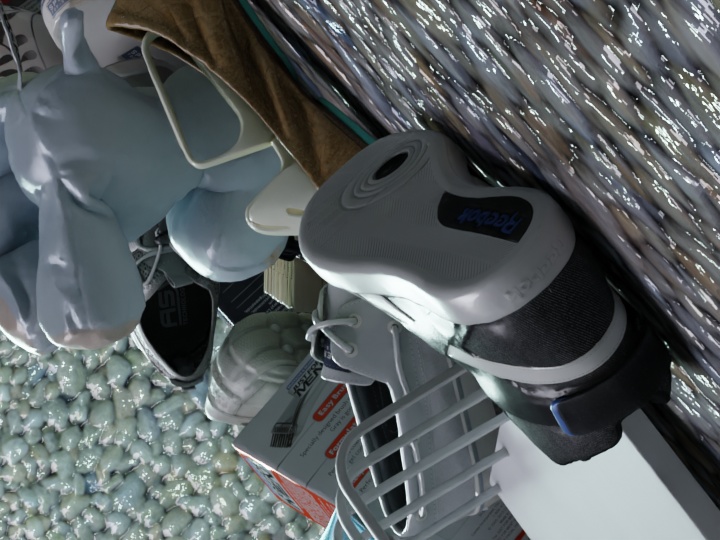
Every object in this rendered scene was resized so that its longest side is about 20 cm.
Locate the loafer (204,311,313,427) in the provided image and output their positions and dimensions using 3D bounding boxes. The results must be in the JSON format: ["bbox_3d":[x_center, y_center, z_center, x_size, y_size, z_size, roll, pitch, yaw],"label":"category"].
[{"bbox_3d":[-0.004,0.067,1.532,0.199,0.070,0.070,8,-141,-34],"label":"loafer"}]

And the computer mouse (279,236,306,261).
[{"bbox_3d":[0.000,0.000,1.371,0.199,0.034,0.059,29,-178,21],"label":"computer mouse"}]

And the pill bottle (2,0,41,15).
[{"bbox_3d":[-0.192,-0.158,1.634,0.111,0.111,0.200,44,174,46],"label":"pill bottle"}]

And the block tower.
[{"bbox_3d":[-0.025,-0.007,1.562,0.200,0.054,0.058,-170,80,-83],"label":"block tower"}]

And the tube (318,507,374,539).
[{"bbox_3d":[-0.016,0.189,1.415,0.077,0.050,0.200,36,145,-2],"label":"tube"}]

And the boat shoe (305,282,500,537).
[{"bbox_3d":[0.010,0.036,1.252,0.072,0.068,0.201,24,136,57],"label":"boat shoe"}]

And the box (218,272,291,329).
[{"bbox_3d":[-0.045,0.017,1.831,0.182,0.104,0.200,48,177,-23],"label":"box"}]

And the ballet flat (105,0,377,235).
[{"bbox_3d":[-0.042,-0.064,1.179,0.200,0.072,0.068,47,175,3],"label":"ballet flat"}]

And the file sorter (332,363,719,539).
[{"bbox_3d":[0.065,0.133,1.133,0.139,0.124,0.200,54,164,21],"label":"file sorter"}]

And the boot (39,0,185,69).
[{"bbox_3d":[-0.122,-0.143,1.464,0.200,0.072,0.091,47,-160,-58],"label":"boot"}]

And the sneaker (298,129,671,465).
[{"bbox_3d":[0.048,0.018,0.964,0.112,0.073,0.200,51,174,-21],"label":"sneaker"}]

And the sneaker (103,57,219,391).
[{"bbox_3d":[-0.105,-0.025,1.432,0.082,0.074,0.201,-118,15,-54],"label":"sneaker"}]

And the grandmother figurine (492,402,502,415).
[{"bbox_3d":[0.120,0.111,1.248,0.200,0.060,0.122,42,152,39],"label":"grandmother figurine"}]

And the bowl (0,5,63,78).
[{"bbox_3d":[-0.180,-0.085,1.511,0.201,0.094,0.201,58,-174,-10],"label":"bowl"}]

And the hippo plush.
[{"bbox_3d":[-0.115,-0.063,1.316,0.159,0.160,0.201,26,123,49],"label":"hippo plush"}]

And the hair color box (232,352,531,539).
[{"bbox_3d":[0.039,0.105,1.393,0.200,0.111,0.064,27,160,42],"label":"hair color box"}]
